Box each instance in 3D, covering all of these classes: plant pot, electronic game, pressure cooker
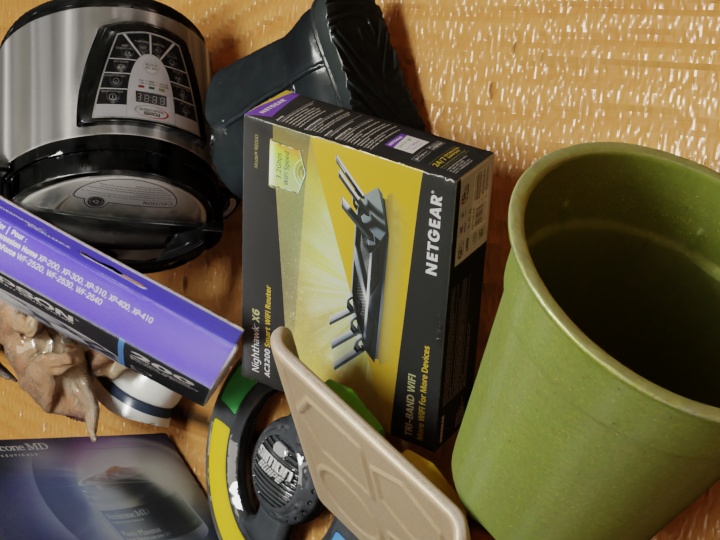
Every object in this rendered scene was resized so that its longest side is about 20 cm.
[{"bbox_3d":[0.140,0.067,0.897,0.200,0.199,0.190,58,141,33],"label":"plant pot"},{"bbox_3d":[-0.051,0.147,1.197,0.200,0.042,0.201,-5,84,49],"label":"electronic game"},{"bbox_3d":[-0.193,-0.090,1.263,0.175,0.179,0.201,-12,64,16],"label":"pressure cooker"}]

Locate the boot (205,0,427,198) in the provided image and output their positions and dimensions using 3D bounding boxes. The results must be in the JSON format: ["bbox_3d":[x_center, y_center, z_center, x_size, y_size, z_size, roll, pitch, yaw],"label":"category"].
[{"bbox_3d":[-0.033,-0.083,1.166,0.168,0.076,0.201,-31,70,48],"label":"boot"}]

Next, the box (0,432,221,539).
[{"bbox_3d":[-0.209,0.233,1.253,0.198,0.199,0.124,50,124,38],"label":"box"}]

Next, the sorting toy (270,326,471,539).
[{"bbox_3d":[0.020,0.144,1.025,0.200,0.036,0.185,46,161,34],"label":"sorting toy"}]

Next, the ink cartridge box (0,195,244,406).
[{"bbox_3d":[-0.182,0.026,1.150,0.044,0.198,0.200,-62,2,-14],"label":"ink cartridge box"}]

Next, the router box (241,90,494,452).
[{"bbox_3d":[0.000,0.000,1.056,0.157,0.052,0.201,19,123,27],"label":"router box"}]

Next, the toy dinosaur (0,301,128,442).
[{"bbox_3d":[-0.258,0.068,1.313,0.136,0.086,0.200,-45,70,30],"label":"toy dinosaur"}]

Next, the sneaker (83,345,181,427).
[{"bbox_3d":[-0.208,0.055,1.370,0.200,0.076,0.081,32,103,38],"label":"sneaker"}]
